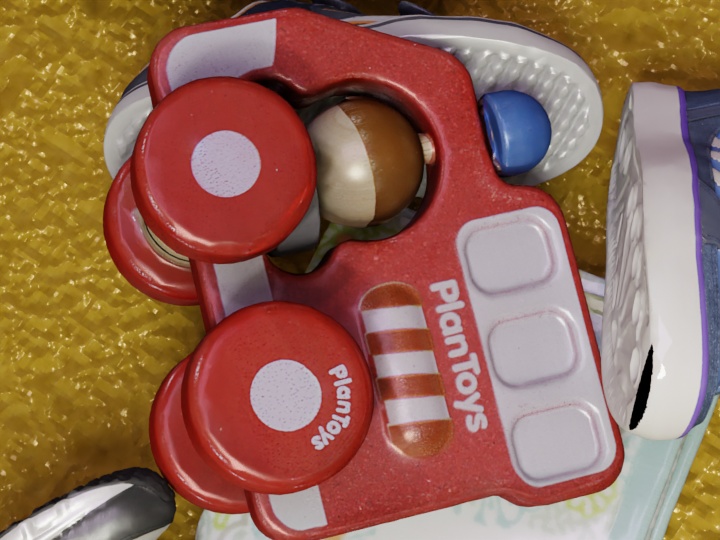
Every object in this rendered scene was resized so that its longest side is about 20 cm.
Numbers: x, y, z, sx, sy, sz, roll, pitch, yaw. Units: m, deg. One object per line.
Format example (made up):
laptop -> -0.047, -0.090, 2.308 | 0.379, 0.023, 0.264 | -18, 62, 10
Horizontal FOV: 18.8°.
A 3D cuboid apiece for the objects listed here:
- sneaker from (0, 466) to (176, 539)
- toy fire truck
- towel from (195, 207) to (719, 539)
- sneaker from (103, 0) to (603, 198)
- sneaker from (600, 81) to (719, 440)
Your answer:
sneaker -> -0.136, 0.155, 0.838 | 0.200, 0.074, 0.080 | -45, 79, 13
toy fire truck -> 0.000, 0.000, 0.811 | 0.167, 0.112, 0.201 | -11, 82, -15
towel -> 0.037, 0.080, 0.861 | 0.171, 0.048, 0.201 | 19, 75, 16
sneaker -> -0.002, -0.074, 0.888 | 0.199, 0.079, 0.079 | -3, 29, 6
sneaker -> 0.168, -0.002, 0.813 | 0.146, 0.081, 0.200 | 10, 34, -1
